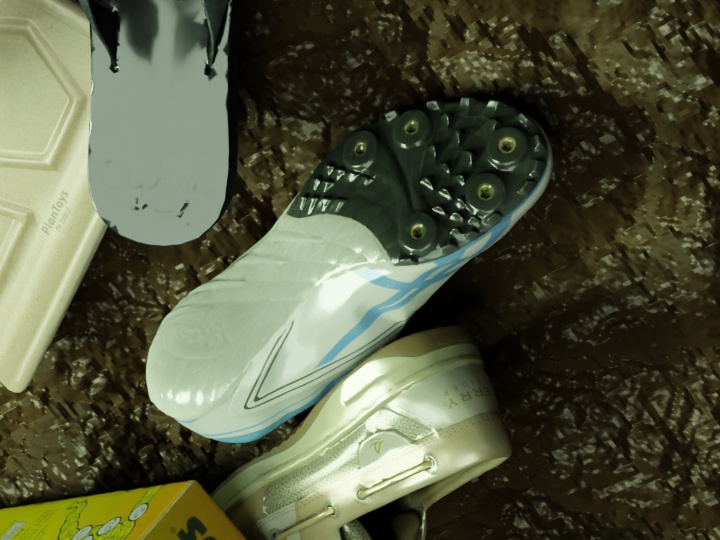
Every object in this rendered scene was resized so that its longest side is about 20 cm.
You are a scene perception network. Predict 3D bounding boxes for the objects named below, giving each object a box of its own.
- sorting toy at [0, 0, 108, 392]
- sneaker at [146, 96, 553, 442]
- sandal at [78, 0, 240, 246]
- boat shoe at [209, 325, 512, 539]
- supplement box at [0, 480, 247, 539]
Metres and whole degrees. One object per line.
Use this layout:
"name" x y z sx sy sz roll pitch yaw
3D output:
"sorting toy" -0.188 -0.066 1.060 0.199 0.037 0.186 33 126 3
"sneaker" 0.000 0.000 1.023 0.200 0.072 0.072 -37 150 25
"sandal" -0.077 -0.107 0.959 0.075 0.043 0.202 -4 103 12
"boat shoe" -0.007 0.098 1.058 0.200 0.072 0.065 -45 65 42
"supplement box" -0.117 0.170 1.094 0.109 0.110 0.200 51 150 -16
